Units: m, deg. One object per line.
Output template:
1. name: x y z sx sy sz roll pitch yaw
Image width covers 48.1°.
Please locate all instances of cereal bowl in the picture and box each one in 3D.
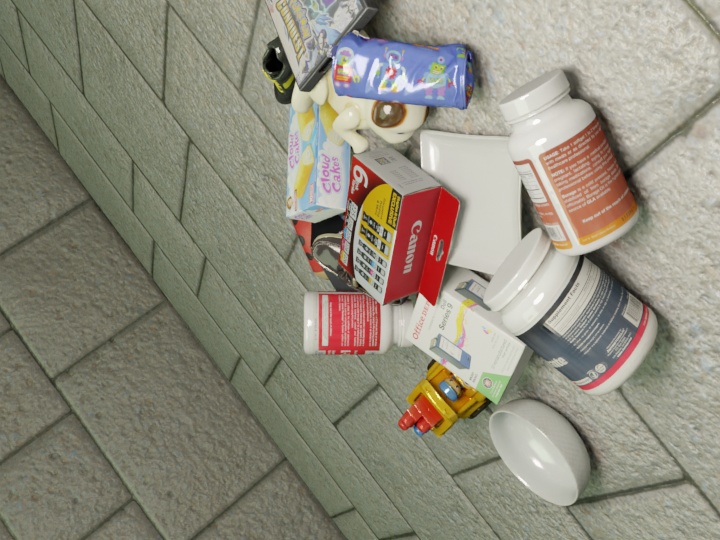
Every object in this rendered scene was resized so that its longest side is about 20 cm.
1. cereal bowl: 0.324 0.304 1.413 0.200 0.083 0.202 41 153 26

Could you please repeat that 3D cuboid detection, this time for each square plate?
1. square plate: 0.166 -0.100 1.184 0.196 0.028 0.204 16 116 48

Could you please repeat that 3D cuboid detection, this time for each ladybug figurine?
1. ladybug figurine: -0.089 -0.066 1.662 0.136 0.071 0.203 -122 10 -75

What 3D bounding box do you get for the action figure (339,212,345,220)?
1. action figure: 0.029 -0.099 1.469 0.195 0.104 0.200 54 -174 14

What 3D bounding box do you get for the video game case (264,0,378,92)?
1. video game case: -0.067 -0.394 1.152 0.180 0.025 0.203 -38 66 44

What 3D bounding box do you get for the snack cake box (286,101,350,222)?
1. snack cake box: -0.072 -0.194 1.377 0.114 0.066 0.205 -14 73 55

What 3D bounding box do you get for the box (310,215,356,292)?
1. box: -0.017 -0.010 1.540 0.202 0.078 0.142 59 -166 -26

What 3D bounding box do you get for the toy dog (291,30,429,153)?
1. toy dog: 0.020 -0.273 1.203 0.199 0.138 0.196 40 133 26

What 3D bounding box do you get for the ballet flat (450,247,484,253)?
1. ballet flat: 0.155 -0.054 1.285 0.199 0.065 0.071 24 147 49

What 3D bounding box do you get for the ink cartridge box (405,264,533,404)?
1. ink cartridge box: 0.185 0.098 1.330 0.199 0.087 0.147 36 135 21

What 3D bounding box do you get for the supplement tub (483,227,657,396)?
1. supplement tub: 0.276 0.054 1.067 0.199 0.141 0.140 38 155 -3

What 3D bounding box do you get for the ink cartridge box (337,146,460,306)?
1. ink cartridge box: 0.055 -0.059 1.256 0.175 0.083 0.203 42 136 39

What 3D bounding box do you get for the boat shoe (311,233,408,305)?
1. boat shoe: 0.000 0.000 1.408 0.197 0.065 0.073 28 118 4

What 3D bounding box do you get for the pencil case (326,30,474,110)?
1. pencil case: 0.056 -0.268 1.078 0.196 0.078 0.089 9 106 11

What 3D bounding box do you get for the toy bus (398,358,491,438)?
1. toy bus: 0.158 0.226 1.488 0.136 0.191 0.201 49 154 13

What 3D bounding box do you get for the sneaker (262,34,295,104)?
1. sneaker: -0.140 -0.357 1.413 0.075 0.084 0.201 48 155 13

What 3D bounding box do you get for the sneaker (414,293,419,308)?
1. sneaker: 0.126 0.068 1.462 0.076 0.085 0.202 24 145 32

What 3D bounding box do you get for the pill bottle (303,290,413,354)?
1. pill bottle: -0.004 0.094 1.451 0.112 0.195 0.115 180 90 -87

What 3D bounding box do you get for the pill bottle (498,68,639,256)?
1. pill bottle: 0.246 -0.130 0.970 0.112 0.111 0.202 -4 118 62
